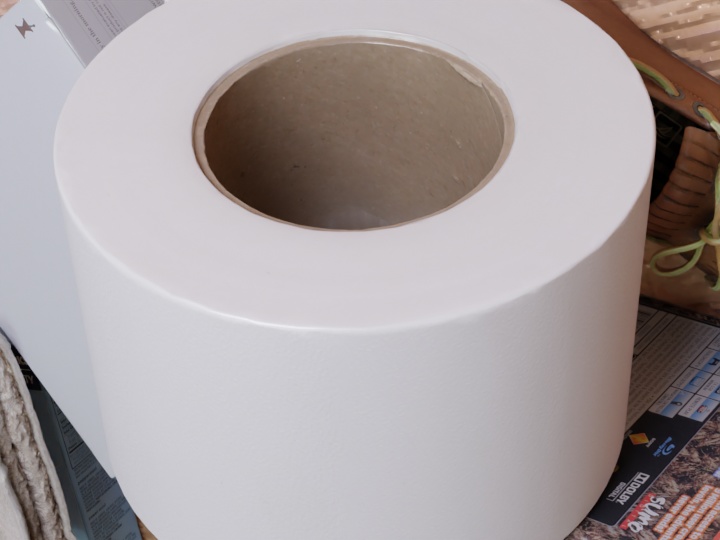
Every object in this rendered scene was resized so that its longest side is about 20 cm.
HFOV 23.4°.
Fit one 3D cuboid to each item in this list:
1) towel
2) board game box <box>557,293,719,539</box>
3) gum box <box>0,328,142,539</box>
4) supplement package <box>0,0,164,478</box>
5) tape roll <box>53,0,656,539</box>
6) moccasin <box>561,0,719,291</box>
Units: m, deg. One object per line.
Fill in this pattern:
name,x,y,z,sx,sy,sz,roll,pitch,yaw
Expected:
towel,-0.199,0.090,0.903,0.132,0.034,0.201,30,141,45
board game box,0.153,0.109,0.674,0.199,0.159,0.097,18,127,32
gum box,-0.219,0.113,1.025,0.169,0.045,0.201,6,120,32
supplement package,-0.101,-0.031,0.811,0.156,0.111,0.200,-30,98,42
tape roll,0.000,0.000,0.619,0.202,0.203,0.140,20,137,23
moccasin,0.127,-0.038,0.672,0.201,0.078,0.074,44,132,4
